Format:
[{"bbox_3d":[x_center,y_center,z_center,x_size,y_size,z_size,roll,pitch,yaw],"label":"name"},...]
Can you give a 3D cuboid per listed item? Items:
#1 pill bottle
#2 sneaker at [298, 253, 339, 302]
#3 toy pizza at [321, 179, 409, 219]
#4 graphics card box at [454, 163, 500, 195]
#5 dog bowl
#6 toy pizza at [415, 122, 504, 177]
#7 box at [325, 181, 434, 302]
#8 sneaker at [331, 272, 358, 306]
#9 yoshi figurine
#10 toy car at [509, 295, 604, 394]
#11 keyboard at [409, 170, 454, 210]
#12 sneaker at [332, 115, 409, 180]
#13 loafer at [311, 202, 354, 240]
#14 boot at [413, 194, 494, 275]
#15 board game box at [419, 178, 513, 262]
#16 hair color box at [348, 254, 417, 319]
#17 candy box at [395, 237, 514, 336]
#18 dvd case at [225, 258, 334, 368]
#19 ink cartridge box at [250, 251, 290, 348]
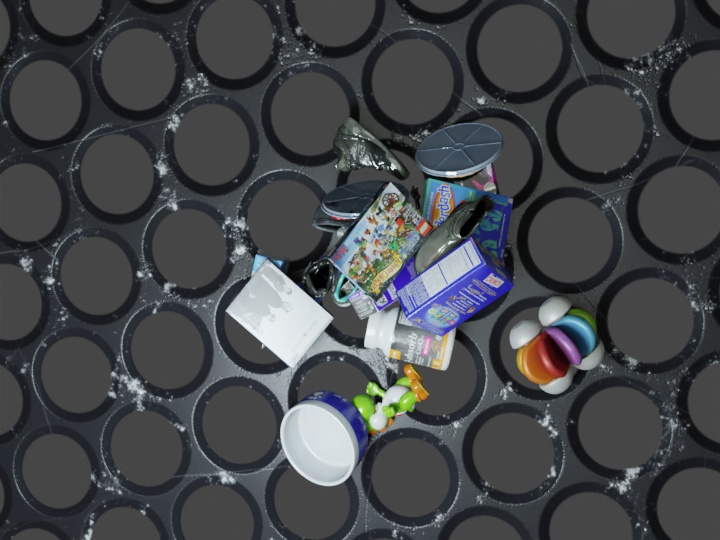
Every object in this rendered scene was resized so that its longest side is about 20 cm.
[{"bbox_3d":[0.113,0.148,1.612,0.195,0.116,0.119,12,95,6],"label":"pill bottle"},{"bbox_3d":[-0.118,0.050,1.636,0.076,0.111,0.201,39,98,2],"label":"sneaker"},{"bbox_3d":[0.011,-0.150,1.568,0.195,0.201,0.032,-4,117,7],"label":"toy pizza"},{"bbox_3d":[0.252,-0.168,1.607,0.122,0.051,0.205,-13,92,8],"label":"graphics card box"},{"bbox_3d":[-0.083,0.384,1.636,0.196,0.079,0.205,10,112,26],"label":"dog bowl"},{"bbox_3d":[0.216,-0.257,1.552,0.195,0.202,0.032,-13,129,8],"label":"toy pizza"},{"bbox_3d":[0.041,-0.058,1.456,0.136,0.038,0.201,41,81,-17],"label":"box"},{"bbox_3d":[0.000,0.000,1.628,0.077,0.091,0.203,31,97,3],"label":"sneaker"},{"bbox_3d":[0.053,0.299,1.642,0.199,0.112,0.113,-39,73,10],"label":"yoshi figurine"},{"bbox_3d":[0.434,0.168,1.557,0.199,0.150,0.176,-38,89,8],"label":"toy car"},{"bbox_3d":[0.167,-0.135,1.606,0.125,0.020,0.205,-6,96,42],"label":"keyboard"},{"bbox_3d":[0.015,-0.248,1.619,0.198,0.076,0.115,38,99,6],"label":"sneaker"},{"bbox_3d":[-0.025,-0.093,1.611,0.198,0.068,0.071,24,77,28],"label":"loafer"},{"bbox_3d":[0.186,-0.071,1.446,0.067,0.131,0.201,38,84,-5],"label":"boot"},{"bbox_3d":[0.222,-0.101,1.541,0.195,0.045,0.156,11,87,-8],"label":"board game box"},{"bbox_3d":[0.080,0.026,1.568,0.198,0.109,0.066,-33,91,-25],"label":"hair color box"},{"bbox_3d":[0.196,0.038,1.468,0.198,0.168,0.078,-35,58,18],"label":"candy box"},{"bbox_3d":[-0.178,0.096,1.579,0.199,0.025,0.151,41,93,-7],"label":"dvd case"},{"bbox_3d":[-0.223,0.065,1.647,0.066,0.116,0.205,14,95,3],"label":"ink cartridge box"}]
